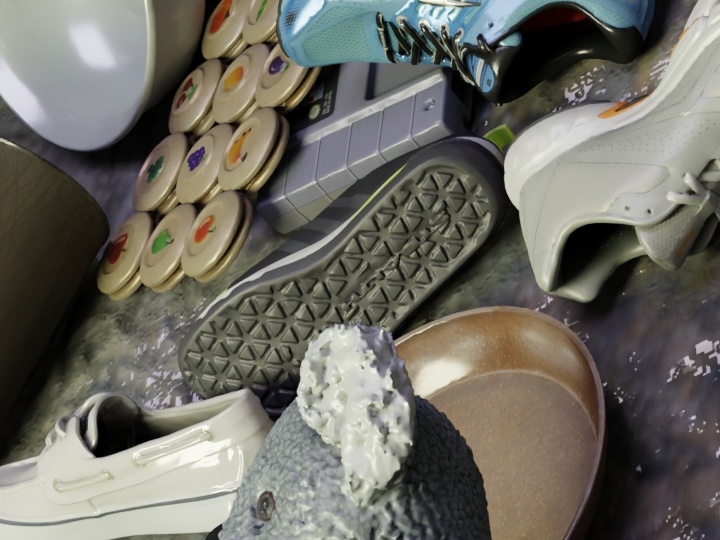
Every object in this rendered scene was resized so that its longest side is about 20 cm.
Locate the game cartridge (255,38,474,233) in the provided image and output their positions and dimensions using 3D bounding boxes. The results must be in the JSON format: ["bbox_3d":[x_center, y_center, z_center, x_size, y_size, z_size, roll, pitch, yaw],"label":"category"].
[{"bbox_3d":[0.006,-0.120,1.527,0.129,0.038,0.201,-20,42,27],"label":"game cartridge"}]

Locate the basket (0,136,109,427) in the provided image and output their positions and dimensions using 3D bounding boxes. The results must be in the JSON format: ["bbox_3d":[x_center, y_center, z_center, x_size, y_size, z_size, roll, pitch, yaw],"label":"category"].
[{"bbox_3d":[-0.239,0.040,1.541,0.201,0.135,0.180,-66,15,-19],"label":"basket"}]

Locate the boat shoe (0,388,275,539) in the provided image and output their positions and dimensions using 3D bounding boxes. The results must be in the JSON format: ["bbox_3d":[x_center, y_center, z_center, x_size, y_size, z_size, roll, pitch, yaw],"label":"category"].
[{"bbox_3d":[-0.121,0.093,1.393,0.199,0.066,0.072,-7,21,40],"label":"boat shoe"}]

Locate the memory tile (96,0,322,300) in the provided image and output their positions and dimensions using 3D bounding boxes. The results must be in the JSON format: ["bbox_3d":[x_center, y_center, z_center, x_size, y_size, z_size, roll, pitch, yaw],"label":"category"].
[{"bbox_3d":[-0.074,-0.079,1.540,0.153,0.017,0.201,-9,54,58],"label":"memory tile"}]

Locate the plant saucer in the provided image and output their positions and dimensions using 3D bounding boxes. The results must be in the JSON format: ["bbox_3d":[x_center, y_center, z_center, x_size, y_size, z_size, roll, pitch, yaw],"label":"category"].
[{"bbox_3d":[0.033,0.107,1.267,0.200,0.034,0.201,-29,38,25],"label":"plant saucer"}]

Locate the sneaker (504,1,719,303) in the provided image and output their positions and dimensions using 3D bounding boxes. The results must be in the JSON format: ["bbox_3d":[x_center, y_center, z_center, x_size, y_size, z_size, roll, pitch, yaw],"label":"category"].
[{"bbox_3d":[0.153,-0.050,1.274,0.200,0.076,0.092,-34,43,31],"label":"sneaker"}]

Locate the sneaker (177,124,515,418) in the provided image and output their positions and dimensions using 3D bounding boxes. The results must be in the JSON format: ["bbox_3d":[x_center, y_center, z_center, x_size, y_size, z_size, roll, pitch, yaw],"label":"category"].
[{"bbox_3d":[0.000,0.000,1.402,0.199,0.072,0.083,-35,12,16],"label":"sneaker"}]

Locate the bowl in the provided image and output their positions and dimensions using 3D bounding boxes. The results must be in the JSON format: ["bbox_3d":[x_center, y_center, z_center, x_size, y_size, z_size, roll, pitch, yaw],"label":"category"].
[{"bbox_3d":[-0.150,-0.176,1.654,0.090,0.203,0.200,-21,18,-36],"label":"bowl"}]

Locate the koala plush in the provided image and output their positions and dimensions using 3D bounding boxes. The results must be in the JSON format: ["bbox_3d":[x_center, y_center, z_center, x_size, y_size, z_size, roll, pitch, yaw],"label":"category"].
[{"bbox_3d":[0.008,0.132,1.116,0.182,0.178,0.201,-8,65,6],"label":"koala plush"}]

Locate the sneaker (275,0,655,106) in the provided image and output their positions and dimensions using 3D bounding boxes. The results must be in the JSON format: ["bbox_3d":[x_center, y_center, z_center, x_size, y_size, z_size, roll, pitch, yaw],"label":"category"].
[{"bbox_3d":[0.051,-0.126,1.413,0.199,0.078,0.090,-8,57,17],"label":"sneaker"}]

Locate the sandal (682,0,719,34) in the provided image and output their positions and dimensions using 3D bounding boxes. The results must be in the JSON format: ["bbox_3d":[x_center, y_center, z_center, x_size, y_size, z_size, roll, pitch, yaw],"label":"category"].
[{"bbox_3d":[0.208,-0.175,1.323,0.207,0.079,0.059,-49,37,1],"label":"sandal"}]
